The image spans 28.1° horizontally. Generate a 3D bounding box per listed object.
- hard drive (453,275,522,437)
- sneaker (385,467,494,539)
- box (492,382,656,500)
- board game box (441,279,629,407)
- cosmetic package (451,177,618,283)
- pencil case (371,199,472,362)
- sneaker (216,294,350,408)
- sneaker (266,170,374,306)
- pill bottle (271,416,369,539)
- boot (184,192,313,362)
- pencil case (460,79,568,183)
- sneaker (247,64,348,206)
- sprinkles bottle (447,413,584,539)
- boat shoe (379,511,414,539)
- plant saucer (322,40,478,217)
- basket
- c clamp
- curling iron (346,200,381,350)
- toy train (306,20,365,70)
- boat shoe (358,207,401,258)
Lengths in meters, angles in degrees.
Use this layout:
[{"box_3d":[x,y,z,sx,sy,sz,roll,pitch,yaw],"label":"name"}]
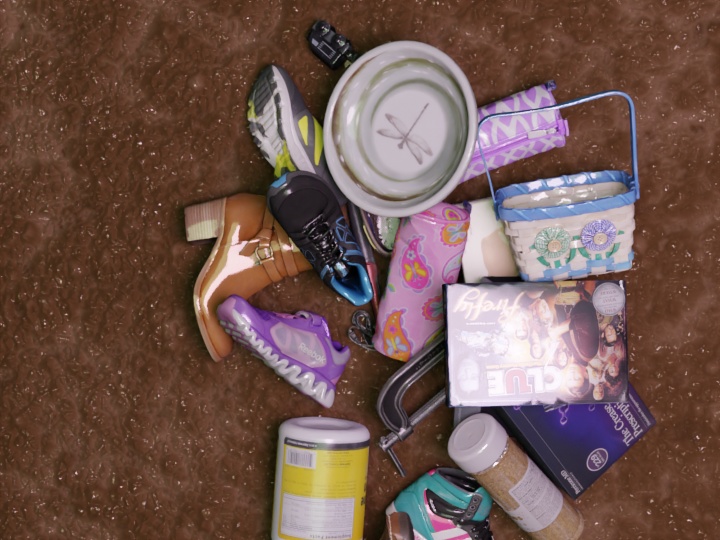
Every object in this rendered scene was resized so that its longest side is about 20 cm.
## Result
[{"box_3d":[0.185,0.107,1.704,0.134,0.042,0.201,1,109,-27],"label":"hard drive"},{"box_3d":[0.142,0.308,1.746,0.200,0.084,0.121,36,104,1],"label":"sneaker"},{"box_3d":[0.235,0.148,1.676,0.141,0.079,0.200,-41,123,-3],"label":"box"},{"box_3d":[0.191,0.080,1.576,0.199,0.035,0.136,-2,87,-4],"label":"board game box"},{"box_3d":[0.212,-0.048,1.722,0.199,0.071,0.106,-13,92,4],"label":"cosmetic package"},{"box_3d":[0.071,0.009,1.691,0.087,0.087,0.201,12,112,2],"label":"pencil case"},{"box_3d":[-0.086,0.078,1.720,0.200,0.080,0.089,41,81,-34],"label":"sneaker"},{"box_3d":[-0.038,-0.038,1.657,0.073,0.082,0.200,-36,134,3],"label":"sneaker"},{"box_3d":[-0.050,0.283,1.735,0.111,0.112,0.201,4,94,3],"label":"pill bottle"},{"box_3d":[-0.127,0.005,1.750,0.154,0.077,0.201,-6,86,-1],"label":"boot"},{"box_3d":[0.150,-0.151,1.712,0.199,0.086,0.084,-22,127,7],"label":"pencil case"},{"box_3d":[-0.073,-0.154,1.738,0.074,0.084,0.201,-31,71,47],"label":"sneaker"},{"box_3d":[0.184,0.252,1.692,0.068,0.068,0.200,-41,118,4],"label":"sprinkles bottle"},{"box_3d":[0.029,0.368,1.713,0.073,0.076,0.201,-2,129,-3],"label":"boat shoe"},{"box_3d":[0.052,-0.159,1.645,0.199,0.050,0.201,-1,88,31],"label":"plant saucer"},{"box_3d":[0.231,-0.091,1.613,0.176,0.139,0.201,-12,101,5],"label":"basket"},{"box_3d":[0.089,0.141,1.728,0.200,0.171,0.027,-42,52,-5],"label":"c clamp"},{"box_3d":[0.000,0.000,1.758,0.049,0.026,0.201,-7,93,-1],"label":"curling iron"},{"box_3d":[0.009,-0.226,1.714,0.200,0.034,0.046,42,97,19],"label":"toy train"},{"box_3d":[0.021,-0.113,1.733,0.072,0.060,0.201,-10,93,5],"label":"boat shoe"}]
